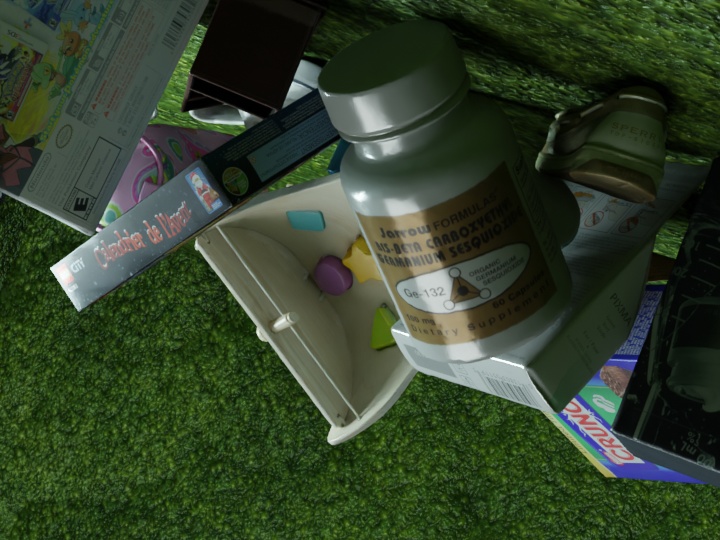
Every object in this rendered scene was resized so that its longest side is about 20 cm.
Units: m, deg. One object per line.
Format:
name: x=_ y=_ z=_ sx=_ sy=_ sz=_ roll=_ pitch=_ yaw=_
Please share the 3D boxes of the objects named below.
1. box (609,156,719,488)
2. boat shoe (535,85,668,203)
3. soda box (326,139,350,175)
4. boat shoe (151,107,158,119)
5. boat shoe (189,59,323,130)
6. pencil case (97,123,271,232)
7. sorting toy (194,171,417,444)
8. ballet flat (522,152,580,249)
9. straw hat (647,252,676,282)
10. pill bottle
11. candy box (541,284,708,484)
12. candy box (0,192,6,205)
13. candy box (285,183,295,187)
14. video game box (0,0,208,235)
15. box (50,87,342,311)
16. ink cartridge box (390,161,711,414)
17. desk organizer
box: x=0.295 y=0.057 z=1.337 sx=0.200 sy=0.197 sz=0.124 roll=19 pitch=174 yaw=18
boat shoe: x=0.158 y=-0.083 z=1.304 sx=0.073 sy=0.063 sz=0.201 roll=18 pitch=-178 yaw=0
soda box: x=0.043 y=-0.076 z=1.695 sx=0.064 sy=0.068 sz=0.200 roll=21 pitch=175 yaw=22
boat shoe: x=-0.182 y=-0.143 z=1.517 sx=0.074 sy=0.086 sz=0.202 roll=4 pitch=-169 yaw=6
boat shoe: x=-0.063 y=-0.129 z=1.610 sx=0.074 sy=0.065 sz=0.200 roll=26 pitch=173 yaw=-37
pencil case: x=-0.139 y=-0.066 z=1.558 sx=0.087 sy=0.088 sz=0.200 roll=20 pitch=-173 yaw=21
sorting toy: x=0.000 y=0.000 z=1.513 sx=0.180 sy=0.107 sz=0.200 roll=-28 pitch=103 yaw=40
ballet flat: x=0.072 y=-0.077 z=1.416 sx=0.069 sy=0.069 sz=0.200 roll=28 pitch=-168 yaw=-47
straw hat: x=0.169 y=-0.033 z=1.530 sx=0.201 sy=0.085 sz=0.201 roll=-3 pitch=-178 yaw=0
pill bottle: x=0.051 y=-0.051 z=1.296 sx=0.114 sy=0.114 sz=0.200 roll=15 pitch=136 yaw=52
candy box: x=0.222 y=0.087 z=1.553 sx=0.169 sy=0.077 sz=0.200 roll=44 pitch=155 yaw=-28
candy box: x=-0.307 y=-0.071 z=1.268 sx=0.168 sy=0.071 sz=0.200 roll=50 pitch=-161 yaw=-18
candy box: x=0.013 y=-0.023 z=1.687 sx=0.117 sy=0.057 sz=0.200 roll=24 pitch=176 yaw=-22
video game box: x=-0.192 y=-0.142 z=1.279 sx=0.047 sy=0.200 sz=0.182 roll=24 pitch=176 yaw=33
box: x=-0.103 y=-0.049 z=1.354 sx=0.200 sy=0.137 sz=0.038 roll=-30 pitch=94 yaw=49
ink cartridge box: x=0.138 y=0.003 z=1.398 sx=0.161 sy=0.200 sz=0.050 roll=14 pitch=142 yaw=56
desk organizer: x=-0.080 y=-0.147 z=1.440 sx=0.072 sy=0.077 sz=0.200 roll=22 pitch=175 yaw=-5
